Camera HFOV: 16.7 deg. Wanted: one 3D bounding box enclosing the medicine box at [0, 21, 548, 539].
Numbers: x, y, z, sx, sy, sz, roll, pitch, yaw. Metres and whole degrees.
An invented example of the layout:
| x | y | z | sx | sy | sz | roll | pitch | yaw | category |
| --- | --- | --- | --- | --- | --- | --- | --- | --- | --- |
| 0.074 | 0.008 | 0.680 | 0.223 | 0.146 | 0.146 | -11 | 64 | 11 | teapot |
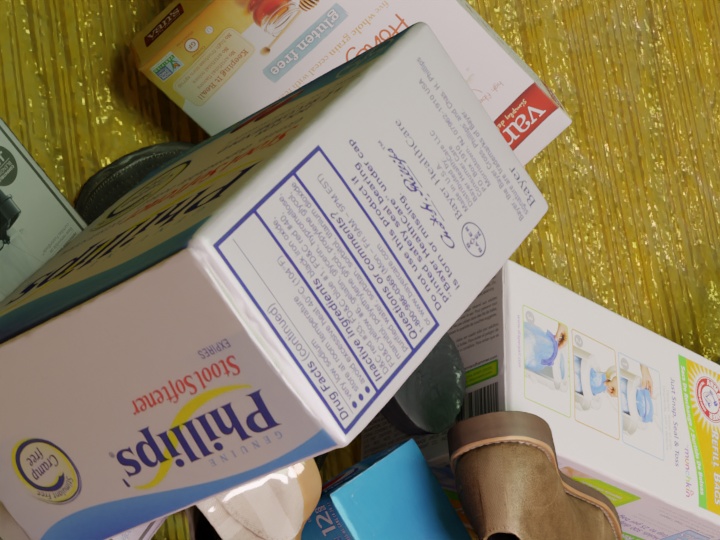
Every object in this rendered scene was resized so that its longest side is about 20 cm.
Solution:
| x | y | z | sx | sy | sz | roll | pitch | yaw | category |
| --- | --- | --- | --- | --- | --- | --- | --- | --- | --- |
| -0.051 | 0.009 | 1.032 | 0.103 | 0.182 | 0.200 | 56 | 40 | -10 | medicine box |

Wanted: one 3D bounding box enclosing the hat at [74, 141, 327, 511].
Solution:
| x | y | z | sx | sy | sz | roll | pitch | yaw | category |
| --- | --- | --- | --- | --- | --- | --- | --- | --- | --- |
| -0.057 | 0.019 | 1.231 | 0.200 | 0.081 | 0.201 | 22 | 56 | -38 | hat |

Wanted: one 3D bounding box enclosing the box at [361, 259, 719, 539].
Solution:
| x | y | z | sx | sy | sz | roll | pitch | yaw | category |
| --- | --- | --- | --- | --- | --- | --- | --- | --- | --- |
| 0.107 | 0.086 | 1.351 | 0.200 | 0.112 | 0.102 | 25 | 54 | -39 | box |

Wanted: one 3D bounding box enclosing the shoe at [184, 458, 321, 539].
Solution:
| x | y | z | sx | sy | sz | roll | pitch | yaw | category |
| --- | --- | --- | --- | --- | --- | --- | --- | --- | --- |
| -0.057 | 0.133 | 1.125 | 0.070 | 0.200 | 0.053 | 37 | 62 | 20 | shoe |

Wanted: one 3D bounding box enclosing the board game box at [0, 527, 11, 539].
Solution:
| x | y | z | sx | sy | sz | roll | pitch | yaw | category |
| --- | --- | --- | --- | --- | --- | --- | --- | --- | --- |
| -0.161 | 0.067 | 1.137 | 0.095 | 0.030 | 0.200 | -1 | 75 | -48 | board game box |

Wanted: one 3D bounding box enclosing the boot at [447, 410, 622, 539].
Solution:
| x | y | z | sx | sy | sz | roll | pitch | yaw | category |
| --- | --- | --- | --- | --- | --- | --- | --- | --- | --- |
| 0.091 | 0.144 | 1.271 | 0.200 | 0.073 | 0.076 | 50 | 30 | -59 | boot |

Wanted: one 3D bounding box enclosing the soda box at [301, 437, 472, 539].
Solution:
| x | y | z | sx | sy | sz | roll | pitch | yaw | category |
| --- | --- | --- | --- | --- | --- | --- | --- | --- | --- |
| 0.039 | 0.192 | 1.246 | 0.068 | 0.064 | 0.200 | -31 | 91 | -41 | soda box |

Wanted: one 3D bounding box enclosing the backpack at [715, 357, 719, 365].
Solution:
| x | y | z | sx | sy | sz | roll | pitch | yaw | category |
| --- | --- | --- | --- | --- | --- | --- | --- | --- | --- |
| 0.287 | 0.099 | 1.480 | 0.154 | 0.190 | 0.200 | 55 | 43 | -13 | backpack |

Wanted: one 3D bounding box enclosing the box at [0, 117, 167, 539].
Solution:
| x | y | z | sx | sy | sz | roll | pitch | yaw | category |
| --- | --- | --- | --- | --- | --- | --- | --- | --- | --- |
| -0.155 | 0.034 | 1.095 | 0.200 | 0.060 | 0.117 | 51 | 43 | -16 | box |

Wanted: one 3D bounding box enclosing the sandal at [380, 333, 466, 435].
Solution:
| x | y | z | sx | sy | sz | roll | pitch | yaw | category |
| --- | --- | --- | --- | --- | --- | --- | --- | --- | --- |
| 0.001 | 0.000 | 1.206 | 0.200 | 0.048 | 0.075 | 49 | 47 | -30 | sandal |

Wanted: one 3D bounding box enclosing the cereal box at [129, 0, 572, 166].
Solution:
| x | y | z | sx | sy | sz | roll | pitch | yaw | category |
| --- | --- | --- | --- | --- | --- | --- | --- | --- | --- |
| -0.002 | -0.098 | 1.293 | 0.200 | 0.144 | 0.040 | 42 | 12 | -31 | cereal box |
